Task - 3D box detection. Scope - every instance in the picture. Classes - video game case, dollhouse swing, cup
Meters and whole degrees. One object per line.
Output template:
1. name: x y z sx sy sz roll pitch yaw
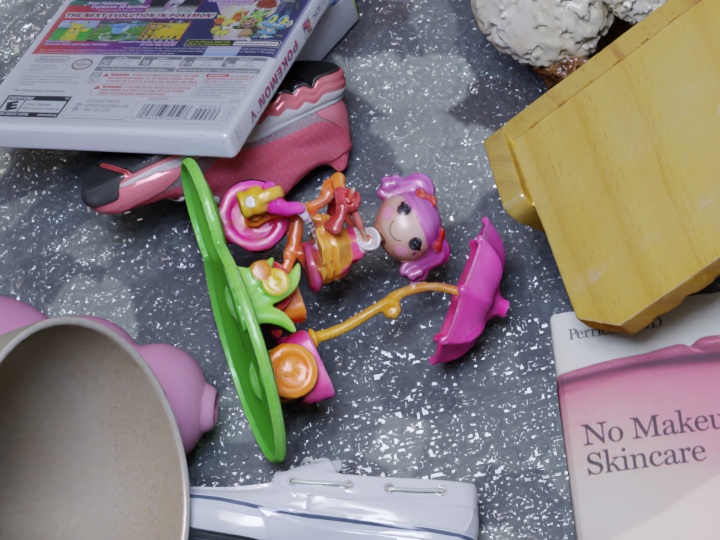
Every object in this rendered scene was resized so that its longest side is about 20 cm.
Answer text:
1. video game case: -0.137 -0.143 1.257 0.199 0.023 0.182 4 45 26
2. dollhouse swing: 0.208 -0.057 1.131 0.200 0.182 0.176 -37 62 22
3. cup: -0.213 0.134 1.079 0.143 0.200 0.201 -9 61 31

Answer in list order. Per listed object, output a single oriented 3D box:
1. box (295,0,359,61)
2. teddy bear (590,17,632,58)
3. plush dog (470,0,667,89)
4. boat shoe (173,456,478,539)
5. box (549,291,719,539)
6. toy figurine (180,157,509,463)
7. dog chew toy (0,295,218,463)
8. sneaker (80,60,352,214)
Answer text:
1. box: -0.096 -0.167 1.339 0.122 0.048 0.200 36 77 23
2. teddy bear: 0.185 -0.184 1.296 0.199 0.067 0.145 -4 74 1
3. plush dog: 0.150 -0.201 1.205 0.172 0.160 0.200 -36 77 17
4. boat shoe: -0.023 0.151 1.168 0.199 0.074 0.067 9 66 1
5. box: 0.188 0.127 1.114 0.127 0.109 0.201 -8 64 7
6. toy figurine: 0.000 0.000 1.197 0.184 0.150 0.201 -17 86 -12
7. dog chew toy: -0.191 0.082 1.204 0.199 0.125 0.125 5 66 3
8. sneaker: -0.087 -0.068 1.254 0.200 0.087 0.074 -25 24 -19
